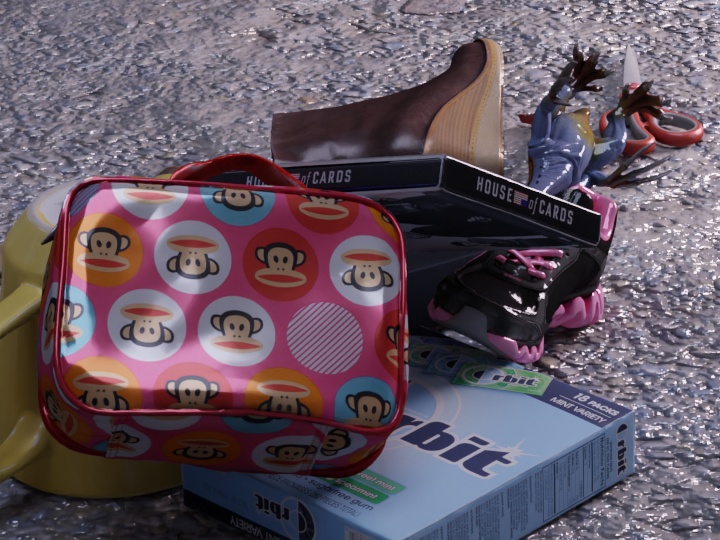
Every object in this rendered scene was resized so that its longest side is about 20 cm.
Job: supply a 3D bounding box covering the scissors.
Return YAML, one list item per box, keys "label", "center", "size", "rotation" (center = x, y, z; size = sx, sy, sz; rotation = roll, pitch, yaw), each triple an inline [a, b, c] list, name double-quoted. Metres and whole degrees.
- label: "scissors"
  center: [0.199, -0.131, 2.136]
  size: [0.073, 0.014, 0.200]
  rotation: [-8, 28, -9]

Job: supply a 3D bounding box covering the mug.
- label: "mug"
  center: [-0.148, 0.039, 1.648]
  size: [0.149, 0.153, 0.187]
  rotation: [1, 26, 5]

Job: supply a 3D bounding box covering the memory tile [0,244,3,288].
- label: "memory tile"
  center: [-0.272, 0.030, 1.818]
  size: [0.153, 0.017, 0.200]
  rotation: [7, 26, 18]

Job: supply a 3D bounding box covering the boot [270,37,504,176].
- label: "boot"
  center: [0.020, -0.114, 2.046]
  size: [0.166, 0.072, 0.200]
  rotation: [1, 29, 2]

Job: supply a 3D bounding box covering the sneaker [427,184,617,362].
- label: "sneaker"
  center: [0.106, -0.006, 1.740]
  size: [0.079, 0.095, 0.200]
  rotation: [29, 21, 15]

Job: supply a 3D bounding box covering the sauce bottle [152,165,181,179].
- label: "sauce bottle"
  center: [-0.144, -0.002, 1.840]
  size: [0.065, 0.065, 0.200]
  rotation: [5, 28, 16]

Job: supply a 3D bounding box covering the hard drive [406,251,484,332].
- label: "hard drive"
  center: [0.000, 0.000, 1.844]
  size: [0.200, 0.042, 0.135]
  rotation: [-15, 28, -25]

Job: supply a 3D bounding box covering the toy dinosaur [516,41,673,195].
- label: "toy dinosaur"
  center: [0.149, -0.070, 1.983]
  size: [0.105, 0.200, 0.181]
  rotation: [37, 57, -2]

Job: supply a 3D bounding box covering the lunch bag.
- label: "lunch bag"
  center: [-0.074, 0.017, 1.552]
  size: [0.200, 0.082, 0.176]
  rotation: [6, 63, -11]

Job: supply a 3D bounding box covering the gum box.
- label: "gum box"
  center: [0.028, 0.106, 1.617]
  size: [0.170, 0.045, 0.200]
  rotation: [21, 33, 40]

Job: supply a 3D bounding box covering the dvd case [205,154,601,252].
- label: "dvd case"
  center: [0.016, -0.036, 1.659]
  size: [0.200, 0.025, 0.150]
  rotation: [-1, -12, 41]
